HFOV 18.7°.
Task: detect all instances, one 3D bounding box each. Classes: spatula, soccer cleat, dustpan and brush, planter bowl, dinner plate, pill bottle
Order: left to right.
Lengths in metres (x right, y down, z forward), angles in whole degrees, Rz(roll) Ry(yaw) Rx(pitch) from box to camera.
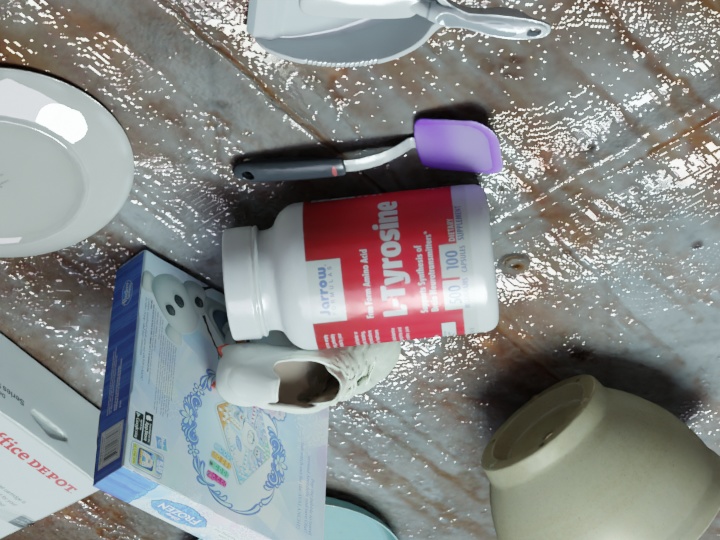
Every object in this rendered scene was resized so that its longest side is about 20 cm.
[{"bbox_3d":[-0.267,-0.071,1.610,0.200,0.024,0.200,-2,137,-2],"label":"dinner plate"},{"bbox_3d":[-0.028,0.080,1.701,0.200,0.078,0.069,-7,109,-48],"label":"soccer cleat"},{"bbox_3d":[0.000,0.000,1.641,0.200,0.112,0.112,-6,138,2],"label":"pill bottle"},{"bbox_3d":[0.004,-0.083,1.617,0.200,0.021,0.057,-7,140,4],"label":"spatula"},{"bbox_3d":[0.028,-0.184,1.477,0.200,0.057,0.140,2,138,-7],"label":"dustpan and brush"},{"bbox_3d":[0.186,0.172,1.811,0.200,0.200,0.135,-32,104,28],"label":"planter bowl"}]

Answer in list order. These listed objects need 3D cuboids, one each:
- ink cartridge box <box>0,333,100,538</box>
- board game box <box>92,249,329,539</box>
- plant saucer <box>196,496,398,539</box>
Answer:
[{"bbox_3d":[-0.329,0.152,1.807,0.200,0.084,0.146,-26,134,23],"label":"ink cartridge box"},{"bbox_3d":[-0.110,0.113,1.692,0.199,0.200,0.043,31,134,-32],"label":"board game box"},{"bbox_3d":[-0.059,0.261,1.993,0.200,0.027,0.200,-3,139,-2],"label":"plant saucer"}]
